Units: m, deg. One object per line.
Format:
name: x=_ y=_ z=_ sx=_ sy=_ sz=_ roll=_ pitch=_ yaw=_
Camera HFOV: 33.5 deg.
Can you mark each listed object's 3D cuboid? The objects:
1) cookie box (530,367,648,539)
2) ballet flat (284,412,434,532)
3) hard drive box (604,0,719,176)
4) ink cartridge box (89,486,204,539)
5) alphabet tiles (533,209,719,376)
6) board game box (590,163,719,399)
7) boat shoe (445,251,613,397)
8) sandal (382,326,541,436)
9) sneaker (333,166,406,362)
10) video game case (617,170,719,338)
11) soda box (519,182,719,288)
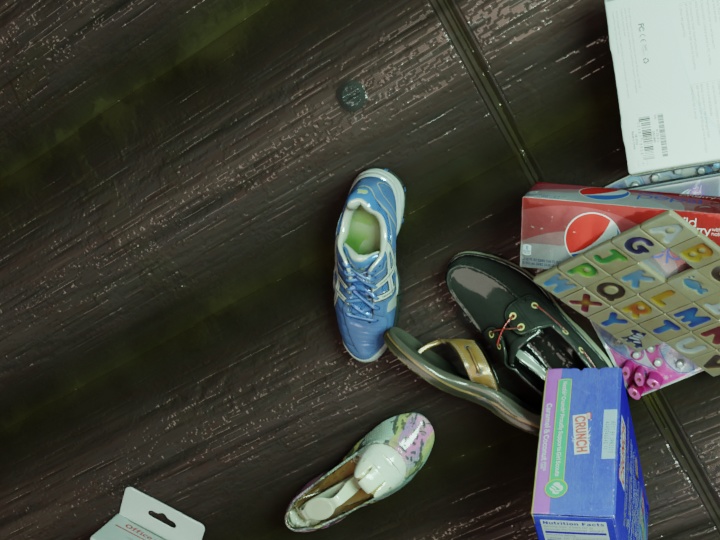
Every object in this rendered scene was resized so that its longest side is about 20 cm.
cookie box: x=0.214 y=0.216 z=1.092 sx=0.075 sy=0.171 sz=0.200 roll=-4 pitch=130 yaw=19
ballet flat: x=-0.004 y=0.224 z=1.264 sx=0.200 sy=0.071 sz=0.069 roll=-38 pitch=89 yaw=25
hard drive box: x=0.321 y=-0.171 z=1.014 sx=0.199 sy=0.077 sz=0.156 roll=-7 pitch=91 yaw=22
ink cartridge box: x=-0.268 y=0.370 z=1.405 sx=0.116 sy=0.067 sz=0.200 roll=24 pitch=112 yaw=13
alphabet tiles: x=0.278 y=0.031 z=1.044 sx=0.200 sy=0.008 sz=0.167 roll=33 pitch=145 yaw=-20
board game box: x=0.297 y=0.000 z=1.115 sx=0.200 sy=0.026 sz=0.200 roll=-27 pitch=95 yaw=24
boat shoe: x=0.161 y=0.058 z=1.163 sx=0.201 sy=0.063 sz=0.074 roll=43 pitch=117 yaw=6
sandal: x=0.116 y=0.102 z=1.184 sx=0.200 sy=0.082 sz=0.055 roll=28 pitch=96 yaw=12
sneaker: x=0.000 y=0.000 z=1.195 sx=0.075 sy=0.077 sz=0.201 roll=6 pitch=109 yaw=17
video game case: x=0.336 y=-0.020 z=1.070 sx=0.199 sy=0.019 sz=0.143 roll=-9 pitch=102 yaw=23
soda box: x=0.244 y=-0.033 z=1.056 sx=0.199 sy=0.063 sz=0.070 roll=7 pitch=108 yaw=18
